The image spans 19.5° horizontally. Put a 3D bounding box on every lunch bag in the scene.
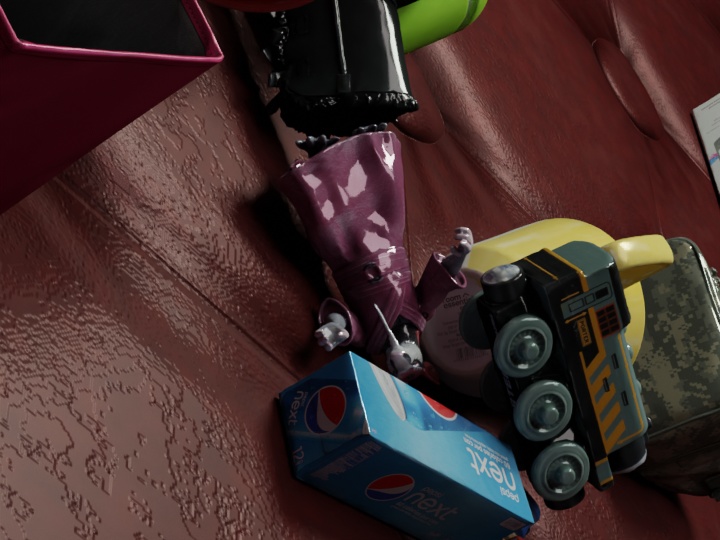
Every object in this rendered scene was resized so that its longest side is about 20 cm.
[{"bbox_3d":[0.283,0.092,1.888,0.168,0.139,0.200,55,18,-54],"label":"lunch bag"}]

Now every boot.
[{"bbox_3d":[0.021,-0.189,1.587,0.073,0.198,0.163,68,17,-64],"label":"boot"}]

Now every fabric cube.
[{"bbox_3d":[-0.228,-0.140,1.048,0.200,0.199,0.196,62,24,9],"label":"fabric cube"}]

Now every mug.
[{"bbox_3d":[0.127,0.021,1.614,0.149,0.187,0.153,39,23,28],"label":"mug"}]

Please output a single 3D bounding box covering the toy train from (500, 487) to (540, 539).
[{"bbox_3d":[0.101,0.210,1.476,0.034,0.046,0.200,49,25,-21],"label":"toy train"}]

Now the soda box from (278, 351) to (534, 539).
[{"bbox_3d":[0.033,0.128,1.417,0.200,0.064,0.068,33,34,-47],"label":"soda box"}]

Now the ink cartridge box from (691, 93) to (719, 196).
[{"bbox_3d":[0.508,-0.119,2.653,0.148,0.086,0.200,38,29,-39],"label":"ink cartridge box"}]

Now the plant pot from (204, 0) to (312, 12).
[{"bbox_3d":[-0.066,-0.321,1.541,0.200,0.200,0.178,48,43,-24],"label":"plant pot"}]

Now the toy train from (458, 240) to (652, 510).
[{"bbox_3d":[0.147,0.075,1.508,0.085,0.114,0.200,38,-30,62],"label":"toy train"}]

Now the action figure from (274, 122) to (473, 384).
[{"bbox_3d":[0.000,0.000,1.510,0.149,0.134,0.201,160,-87,-71],"label":"action figure"}]

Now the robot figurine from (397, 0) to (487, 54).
[{"bbox_3d":[0.025,-0.235,1.726,0.200,0.175,0.116,-26,79,-35],"label":"robot figurine"}]
